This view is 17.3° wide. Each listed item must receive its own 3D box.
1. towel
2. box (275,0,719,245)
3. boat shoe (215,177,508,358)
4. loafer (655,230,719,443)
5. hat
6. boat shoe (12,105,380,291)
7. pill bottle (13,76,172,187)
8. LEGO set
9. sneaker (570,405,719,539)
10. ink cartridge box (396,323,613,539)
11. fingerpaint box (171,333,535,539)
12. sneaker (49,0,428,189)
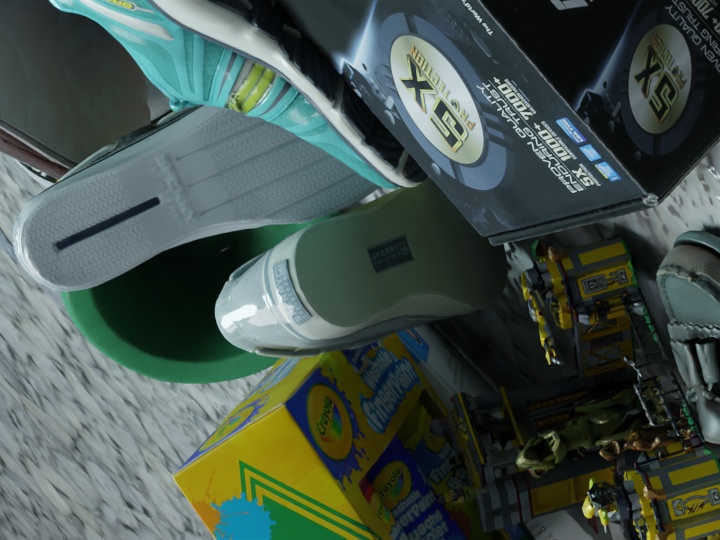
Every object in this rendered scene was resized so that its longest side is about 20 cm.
[{"bbox_3d":[-0.168,-0.144,1.152,0.032,0.201,0.191,-18,153,24],"label":"towel"},{"bbox_3d":[0.046,-0.117,0.940,0.200,0.086,0.164,48,163,-10],"label":"box"},{"bbox_3d":[0.000,0.001,1.156,0.071,0.201,0.070,-21,86,33],"label":"boat shoe"},{"bbox_3d":[0.188,0.073,1.078,0.200,0.063,0.072,53,160,-24],"label":"loafer"},{"bbox_3d":[-0.100,-0.043,1.426,0.165,0.176,0.200,14,124,-15],"label":"hat"},{"bbox_3d":[-0.070,-0.054,1.112,0.071,0.199,0.072,-111,3,-68],"label":"boat shoe"},{"bbox_3d":[-0.153,-0.110,1.348,0.112,0.112,0.200,44,162,2],"label":"pill bottle"},{"bbox_3d":[0.094,0.092,1.111,0.154,0.115,0.201,79,174,-58],"label":"LEGO set"},{"bbox_3d":[0.159,0.117,1.222,0.081,0.075,0.200,49,162,-14],"label":"sneaker"},{"bbox_3d":[0.027,0.128,1.353,0.200,0.145,0.147,46,-173,-3],"label":"ink cartridge box"},{"bbox_3d":[0.006,0.121,1.174,0.167,0.073,0.200,56,-162,-3],"label":"fingerpaint box"},{"bbox_3d":[-0.049,-0.099,1.035,0.200,0.078,0.080,34,136,-23],"label":"sneaker"}]
